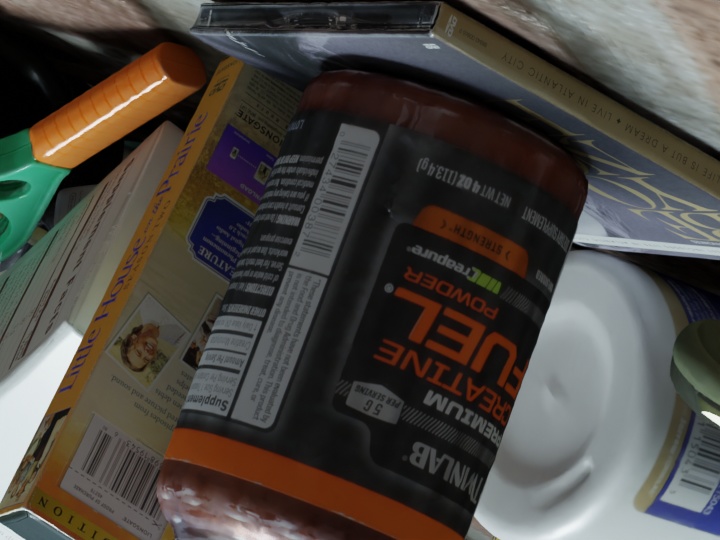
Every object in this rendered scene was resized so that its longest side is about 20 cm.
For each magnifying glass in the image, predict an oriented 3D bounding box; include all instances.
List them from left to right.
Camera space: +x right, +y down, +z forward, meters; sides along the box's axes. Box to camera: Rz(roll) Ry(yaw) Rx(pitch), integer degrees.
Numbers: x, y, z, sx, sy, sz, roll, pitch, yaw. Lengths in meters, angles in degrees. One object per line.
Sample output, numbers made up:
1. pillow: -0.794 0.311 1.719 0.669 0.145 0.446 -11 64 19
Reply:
1. magnifying glass: -0.136 -0.039 1.193 0.079 0.023 0.200 12 147 -45

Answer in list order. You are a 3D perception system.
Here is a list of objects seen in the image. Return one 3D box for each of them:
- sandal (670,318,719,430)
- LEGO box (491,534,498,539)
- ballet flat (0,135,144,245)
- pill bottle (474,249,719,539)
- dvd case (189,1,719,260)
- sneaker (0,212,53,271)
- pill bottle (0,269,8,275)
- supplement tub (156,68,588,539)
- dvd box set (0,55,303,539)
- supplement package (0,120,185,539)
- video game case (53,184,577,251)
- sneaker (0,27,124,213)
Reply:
1. sandal: 0.207 0.038 1.046 0.200 0.058 0.080 9 -160 -16
2. LEGO box: 0.168 0.122 1.367 0.199 0.150 0.077 17 171 25
3. ballet flat: -0.112 -0.033 1.339 0.199 0.064 0.076 15 180 30
4. pill bottle: 0.145 0.074 1.213 0.199 0.120 0.119 20 173 -37
5. dvd case: 0.056 -0.046 1.052 0.199 0.016 0.148 26 169 -33
6. sneaker: -0.133 0.028 1.611 0.113 0.076 0.201 25 146 28
7. pill bottle: -0.088 0.040 1.406 0.109 0.110 0.199 12 -163 40
8. supplement tub: -0.002 0.042 1.007 0.106 0.201 0.107 20 171 3
9. dvd box set: -0.028 0.040 1.084 0.146 0.201 0.029 34 153 -21
10. supplement package: -0.101 0.057 1.197 0.117 0.118 0.200 36 136 -16
11. video game case: 0.000 0.000 1.265 0.181 0.023 0.200 -5 158 30
12. sneaker: -0.204 -0.080 1.248 0.198 0.077 0.114 15 168 13
